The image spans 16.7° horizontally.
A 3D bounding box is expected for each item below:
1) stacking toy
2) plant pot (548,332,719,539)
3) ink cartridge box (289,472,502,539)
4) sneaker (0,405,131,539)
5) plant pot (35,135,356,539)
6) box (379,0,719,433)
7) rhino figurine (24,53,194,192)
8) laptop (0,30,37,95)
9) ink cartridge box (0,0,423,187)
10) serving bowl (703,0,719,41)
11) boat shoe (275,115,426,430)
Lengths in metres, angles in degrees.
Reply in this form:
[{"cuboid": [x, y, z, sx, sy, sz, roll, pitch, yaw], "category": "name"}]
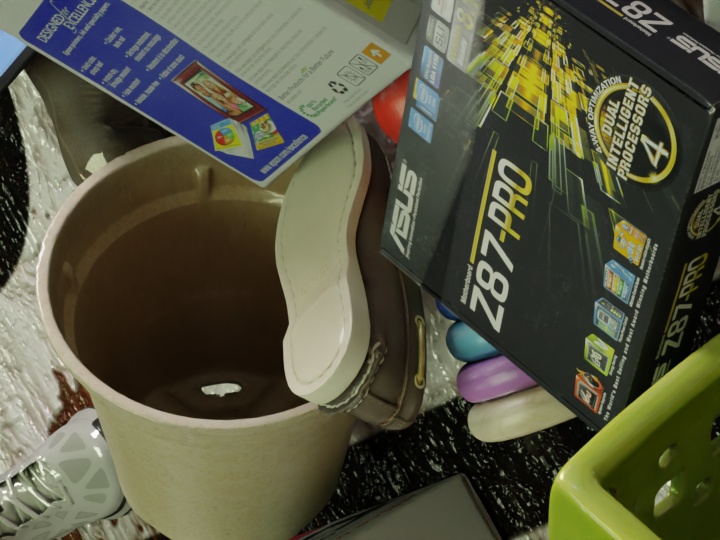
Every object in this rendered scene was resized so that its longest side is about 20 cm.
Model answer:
[{"cuboid": [0.063, -0.019, 1.232, 0.085, 0.085, 0.200, -19, 93, 54], "category": "stacking toy"}, {"cuboid": [0.206, 0.149, 1.070, 0.199, 0.200, 0.182, 39, 146, 27], "category": "plant pot"}, {"cuboid": [-0.023, 0.199, 1.418, 0.200, 0.146, 0.083, -29, 88, 54], "category": "ink cartridge box"}, {"cuboid": [-0.229, 0.165, 1.671, 0.076, 0.115, 0.200, 58, 144, 5], "category": "sneaker"}, {"cuboid": [-0.075, 0.056, 1.368, 0.200, 0.200, 0.184, 41, 151, 25], "category": "plant pot"}, {"cuboid": [0.090, -0.045, 1.091, 0.161, 0.049, 0.200, 42, 141, 29], "category": "box"}, {"cuboid": [-0.157, -0.123, 1.409, 0.060, 0.087, 0.200, -46, 67, 49], "category": "rhino figurine"}, {"cuboid": [-0.257, -0.186, 1.386, 0.200, 0.103, 0.177, 44, 134, -6], "category": "laptop"}, {"cuboid": [-0.088, -0.133, 1.220, 0.200, 0.047, 0.198, 32, 155, -13], "category": "ink cartridge box"}, {"cuboid": [0.233, -0.098, 0.972, 0.200, 0.066, 0.200, 30, 135, 35], "category": "serving bowl"}, {"cuboid": [0.000, 0.000, 1.260, 0.060, 0.200, 0.072, 30, 123, -25], "category": "boat shoe"}]
